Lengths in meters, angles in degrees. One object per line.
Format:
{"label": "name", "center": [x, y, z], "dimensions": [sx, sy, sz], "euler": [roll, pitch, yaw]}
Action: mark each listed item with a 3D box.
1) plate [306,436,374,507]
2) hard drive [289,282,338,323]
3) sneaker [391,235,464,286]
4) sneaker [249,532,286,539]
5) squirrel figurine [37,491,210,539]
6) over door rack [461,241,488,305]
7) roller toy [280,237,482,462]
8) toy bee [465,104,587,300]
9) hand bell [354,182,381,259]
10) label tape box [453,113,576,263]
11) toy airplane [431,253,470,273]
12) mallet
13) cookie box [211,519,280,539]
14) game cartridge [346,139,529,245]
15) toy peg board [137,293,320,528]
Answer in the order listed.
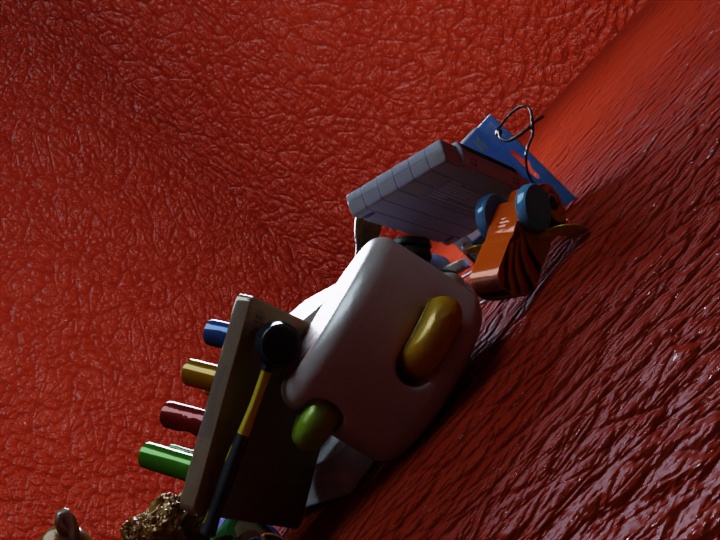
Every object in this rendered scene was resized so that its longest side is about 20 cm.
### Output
{"label": "plate", "center": [0.001, 0.164, 1.231], "dimensions": [0.200, 0.032, 0.200], "euler": [-52, 7, -27]}
{"label": "hard drive", "center": [-0.069, 0.063, 1.463], "dimensions": [0.132, 0.025, 0.200], "euler": [-40, 5, -25]}
{"label": "sneaker", "center": [0.057, 0.002, 1.212], "dimensions": [0.200, 0.070, 0.101], "euler": [136, 136, -69]}
{"label": "sneaker", "center": [-0.128, 0.314, 0.982], "dimensions": [0.199, 0.075, 0.079], "euler": [-41, -9, -12]}
{"label": "squirrel figurine", "center": [-0.225, 0.306, 1.093], "dimensions": [0.199, 0.186, 0.143], "euler": [-37, -30, -30]}
{"label": "over door rack", "center": [0.127, 0.007, 1.310], "dimensions": [0.200, 0.067, 0.148], "euler": [-47, 1, 43]}
{"label": "roller toy", "center": [0.025, 0.075, 1.057], "dimensions": [0.201, 0.139, 0.183], "euler": [-56, 6, 24]}
{"label": "toy bee", "center": [0.174, -0.047, 1.124], "dimensions": [0.130, 0.108, 0.202], "euler": [15, 72, 54]}
{"label": "hand bell", "center": [0.000, 0.000, 1.308], "dimensions": [0.104, 0.102, 0.203], "euler": [-52, -29, -76]}
{"label": "label tape box", "center": [0.155, -0.086, 1.386], "dimensions": [0.063, 0.144, 0.200], "euler": [-47, 1, -20]}
{"label": "toy airplane", "center": [0.045, 0.033, 1.556], "dimensions": [0.199, 0.142, 0.199], "euler": [-35, 8, -7]}
{"label": "mallet", "center": [-0.104, 0.139, 1.027], "dimensions": [0.066, 0.041, 0.203], "euler": [-139, 70, -81]}
{"label": "cookie box", "center": [-0.177, 0.346, 1.242], "dimensions": [0.200, 0.075, 0.171], "euler": [-49, 1, -11]}
{"label": "game cartridge", "center": [0.091, -0.081, 1.215], "dimensions": [0.129, 0.039, 0.199], "euler": [-33, -25, 26]}
{"label": "toy peg board", "center": [-0.121, 0.138, 1.128], "dimensions": [0.200, 0.097, 0.202], "euler": [31, -109, -60]}
